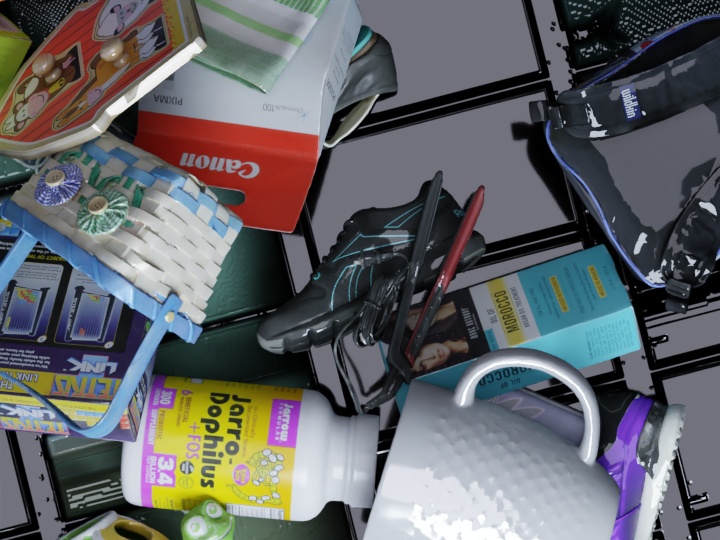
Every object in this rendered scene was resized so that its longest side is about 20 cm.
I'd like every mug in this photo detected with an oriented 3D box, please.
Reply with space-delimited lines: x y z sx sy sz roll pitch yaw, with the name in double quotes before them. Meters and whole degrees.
"mug" 0.107 0.154 1.522 0.174 0.148 0.202 17 105 3

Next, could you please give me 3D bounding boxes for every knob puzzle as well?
"knob puzzle" -0.213 -0.159 1.535 0.219 0.220 0.030 -42 122 1

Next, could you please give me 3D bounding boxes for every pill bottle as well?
"pill bottle" -0.085 0.142 1.613 0.198 0.104 0.106 5 90 1

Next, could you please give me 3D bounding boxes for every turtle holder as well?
"turtle holder" -0.184 0.258 1.584 0.185 0.141 0.133 -28 92 44

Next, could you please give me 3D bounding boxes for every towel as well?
"towel" -0.082 -0.246 1.598 0.152 0.023 0.201 25 72 24

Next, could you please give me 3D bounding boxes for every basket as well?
"basket" -0.198 0.005 1.498 0.176 0.139 0.201 26 87 36

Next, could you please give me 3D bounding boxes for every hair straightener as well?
"hair straightener" 0.028 0.014 1.580 0.076 0.041 0.202 22 81 4

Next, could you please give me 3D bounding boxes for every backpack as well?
"backpack" 0.257 -0.101 1.584 0.190 0.154 0.201 -34 96 9

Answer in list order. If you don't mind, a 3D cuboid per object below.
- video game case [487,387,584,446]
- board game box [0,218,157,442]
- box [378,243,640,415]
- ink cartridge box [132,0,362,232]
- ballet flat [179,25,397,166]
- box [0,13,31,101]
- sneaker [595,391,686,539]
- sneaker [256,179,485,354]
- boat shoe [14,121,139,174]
"video game case" 0.121 0.200 1.650 0.181 0.023 0.202 23 90 1
"board game box" -0.256 0.043 1.590 0.198 0.057 0.167 5 56 7
"box" 0.115 0.050 1.616 0.198 0.083 0.049 -18 131 1
"ink cartridge box" -0.101 -0.136 1.584 0.158 0.047 0.202 9 64 18
"ballet flat" -0.053 -0.116 1.631 0.199 0.068 0.069 -33 117 -1
"box" -0.349 -0.111 1.588 0.048 0.122 0.201 39 109 26
"sneaker" 0.185 0.190 1.610 0.099 0.070 0.202 17 89 9
"sneaker" 0.000 0.000 1.635 0.199 0.075 0.080 -27 80 -8
"boat shoe" -0.225 -0.095 1.635 0.199 0.062 0.075 33 93 1
